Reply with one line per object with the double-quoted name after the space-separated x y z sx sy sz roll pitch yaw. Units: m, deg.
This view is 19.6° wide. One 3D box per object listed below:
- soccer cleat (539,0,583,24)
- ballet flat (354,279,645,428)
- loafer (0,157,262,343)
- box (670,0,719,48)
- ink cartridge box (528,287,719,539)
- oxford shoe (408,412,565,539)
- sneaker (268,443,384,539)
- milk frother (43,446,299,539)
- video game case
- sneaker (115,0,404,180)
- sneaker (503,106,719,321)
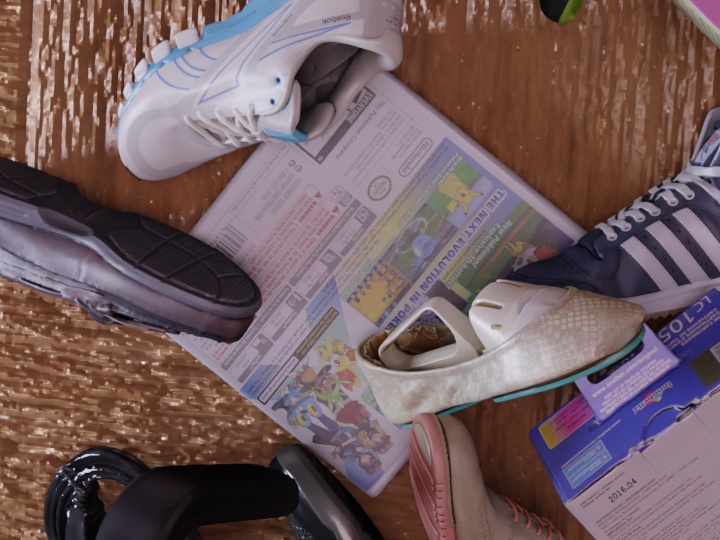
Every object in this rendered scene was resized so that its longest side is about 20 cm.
0.122 -0.236 1.144 0.081 0.068 0.200 17 93 9 "soccer cleat"
0.065 0.039 1.115 0.200 0.067 0.062 -24 105 48 "ballet flat"
-0.147 -0.001 1.183 0.200 0.072 0.063 26 115 17 "loafer"
0.270 -0.163 1.091 0.176 0.097 0.200 -45 75 8 "box"
0.188 0.107 1.145 0.136 0.076 0.200 -38 123 7 "ink cartridge box"
0.075 0.146 1.175 0.074 0.071 0.200 -19 133 -1 "oxford shoe"
-0.022 0.203 1.210 0.114 0.076 0.200 -28 102 1 "sneaker"
-0.134 0.188 1.128 0.200 0.188 0.181 -4 87 30 "milk frother"
0.000 0.000 1.205 0.182 0.022 0.200 39 98 -3 "video game case"
-0.057 -0.096 1.135 0.200 0.087 0.075 -33 136 27 "sneaker"
0.170 -0.032 1.160 0.200 0.070 0.109 -7 102 -8 "sneaker"
